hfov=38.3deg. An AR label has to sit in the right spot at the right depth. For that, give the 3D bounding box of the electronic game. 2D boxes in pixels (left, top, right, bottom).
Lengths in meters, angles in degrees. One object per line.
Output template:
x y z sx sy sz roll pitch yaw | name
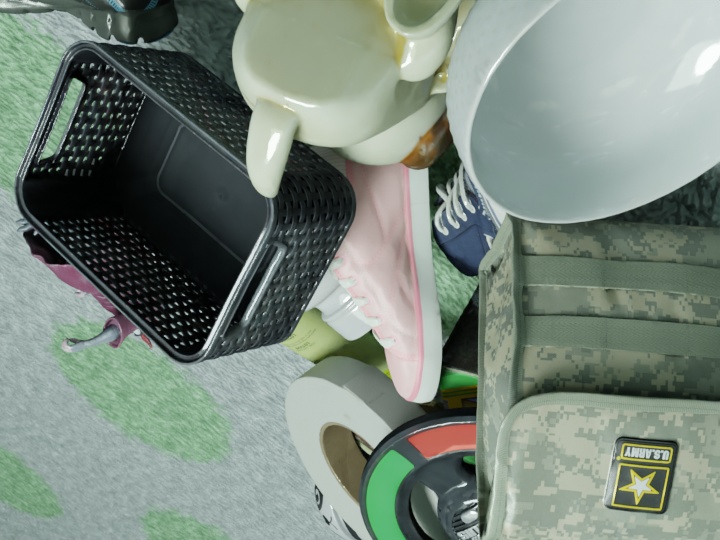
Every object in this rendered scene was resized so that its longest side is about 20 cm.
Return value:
0.096 0.181 0.772 0.200 0.042 0.200 8 125 11 | electronic game

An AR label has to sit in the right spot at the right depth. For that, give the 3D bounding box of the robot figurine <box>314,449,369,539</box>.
0.046 0.217 1.032 0.200 0.151 0.125 -5 164 40 | robot figurine

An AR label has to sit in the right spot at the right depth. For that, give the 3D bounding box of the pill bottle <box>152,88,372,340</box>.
-0.058 -0.038 0.818 0.200 0.111 0.111 41 143 -13 | pill bottle

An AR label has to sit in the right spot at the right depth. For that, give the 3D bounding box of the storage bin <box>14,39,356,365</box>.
-0.119 -0.048 0.687 0.200 0.094 0.135 39 114 24 | storage bin

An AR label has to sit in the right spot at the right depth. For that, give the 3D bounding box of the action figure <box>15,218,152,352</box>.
-0.249 0.002 1.048 0.149 0.134 0.200 -31 135 6 | action figure

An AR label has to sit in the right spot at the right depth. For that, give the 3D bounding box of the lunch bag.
0.156 0.076 0.633 0.164 0.200 0.118 4 159 -4 | lunch bag

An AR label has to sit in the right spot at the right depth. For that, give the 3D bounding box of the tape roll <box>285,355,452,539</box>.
0.013 0.166 0.896 0.203 0.037 0.203 35 144 31 | tape roll

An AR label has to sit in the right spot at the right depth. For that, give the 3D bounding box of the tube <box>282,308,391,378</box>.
-0.021 0.066 0.929 0.200 0.052 0.058 36 174 -36 | tube

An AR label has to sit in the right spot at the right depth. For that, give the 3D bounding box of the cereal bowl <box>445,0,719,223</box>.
0.134 -0.120 0.555 0.200 0.083 0.200 -15 146 -10 | cereal bowl

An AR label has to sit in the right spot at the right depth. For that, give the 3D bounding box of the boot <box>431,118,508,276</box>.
0.081 -0.045 0.703 0.090 0.073 0.200 0 151 27 | boot

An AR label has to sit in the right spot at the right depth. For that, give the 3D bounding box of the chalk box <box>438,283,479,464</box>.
0.177 0.088 0.785 0.200 0.125 0.124 13 140 26 | chalk box

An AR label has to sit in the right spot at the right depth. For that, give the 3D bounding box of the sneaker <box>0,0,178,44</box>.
-0.223 -0.229 0.762 0.200 0.073 0.082 14 125 14 | sneaker

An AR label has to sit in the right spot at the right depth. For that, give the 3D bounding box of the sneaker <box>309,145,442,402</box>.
0.000 0.000 0.743 0.075 0.104 0.201 -147 52 -78 | sneaker

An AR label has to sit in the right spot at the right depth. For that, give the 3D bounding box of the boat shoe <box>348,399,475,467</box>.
0.080 0.146 0.930 0.202 0.075 0.075 15 150 13 | boat shoe

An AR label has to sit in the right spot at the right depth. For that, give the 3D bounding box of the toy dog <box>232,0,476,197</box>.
0.007 -0.123 0.617 0.139 0.194 0.200 12 176 12 | toy dog
